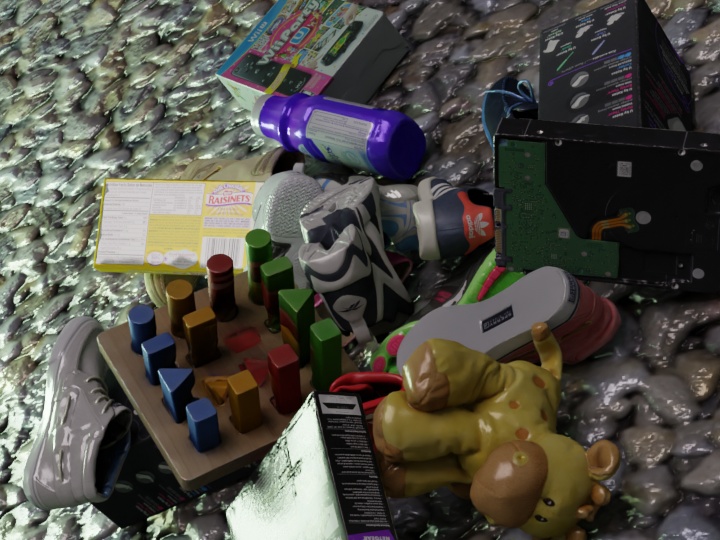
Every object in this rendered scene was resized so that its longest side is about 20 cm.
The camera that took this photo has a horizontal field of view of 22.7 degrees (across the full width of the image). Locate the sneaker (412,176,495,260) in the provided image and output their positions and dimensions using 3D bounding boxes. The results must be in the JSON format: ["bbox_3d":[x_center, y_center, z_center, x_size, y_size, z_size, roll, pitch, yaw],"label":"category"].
[{"bbox_3d":[0.099,-0.050,1.714,0.084,0.076,0.200,-8,12,5],"label":"sneaker"}]

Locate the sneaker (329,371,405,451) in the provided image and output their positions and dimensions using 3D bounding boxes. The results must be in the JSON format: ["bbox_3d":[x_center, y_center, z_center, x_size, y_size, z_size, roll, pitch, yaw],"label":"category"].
[{"bbox_3d":[-0.025,0.152,1.620,0.199,0.116,0.079,-34,38,12],"label":"sneaker"}]

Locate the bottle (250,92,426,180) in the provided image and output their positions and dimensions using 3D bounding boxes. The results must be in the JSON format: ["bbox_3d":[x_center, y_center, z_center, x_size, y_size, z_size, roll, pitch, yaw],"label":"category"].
[{"bbox_3d":[-0.029,-0.149,1.914,0.199,0.083,0.066,16,78,34],"label":"bottle"}]

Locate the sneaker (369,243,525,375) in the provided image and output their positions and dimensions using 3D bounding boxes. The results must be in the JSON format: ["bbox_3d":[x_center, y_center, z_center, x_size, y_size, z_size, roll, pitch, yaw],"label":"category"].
[{"bbox_3d":[0.095,0.043,1.671,0.200,0.077,0.084,-38,7,12],"label":"sneaker"}]

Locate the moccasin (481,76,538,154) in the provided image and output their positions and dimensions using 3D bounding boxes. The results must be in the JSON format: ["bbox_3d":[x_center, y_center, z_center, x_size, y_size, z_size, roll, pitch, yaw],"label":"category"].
[{"bbox_3d":[0.170,-0.130,1.743,0.068,0.080,0.201,-52,29,30],"label":"moccasin"}]

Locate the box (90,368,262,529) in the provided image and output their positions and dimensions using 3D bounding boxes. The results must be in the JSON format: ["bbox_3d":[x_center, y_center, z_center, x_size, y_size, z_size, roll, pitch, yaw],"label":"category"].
[{"bbox_3d":[-0.187,0.152,1.777,0.199,0.106,0.123,-25,41,23],"label":"box"}]

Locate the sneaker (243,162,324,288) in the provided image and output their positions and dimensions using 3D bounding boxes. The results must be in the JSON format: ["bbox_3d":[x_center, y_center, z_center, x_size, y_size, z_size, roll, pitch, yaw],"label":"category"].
[{"bbox_3d":[-0.083,-0.014,1.844,0.115,0.075,0.201,-102,27,-71],"label":"sneaker"}]

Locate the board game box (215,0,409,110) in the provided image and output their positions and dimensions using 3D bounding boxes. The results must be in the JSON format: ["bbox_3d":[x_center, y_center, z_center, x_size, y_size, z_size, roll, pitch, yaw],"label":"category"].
[{"bbox_3d":[-0.058,-0.241,2.078,0.148,0.064,0.200,-51,37,-11],"label":"board game box"}]

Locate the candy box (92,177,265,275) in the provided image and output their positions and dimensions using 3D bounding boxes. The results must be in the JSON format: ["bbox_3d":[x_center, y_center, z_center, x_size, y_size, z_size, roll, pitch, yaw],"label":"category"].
[{"bbox_3d":[-0.189,-0.046,1.927,0.198,0.026,0.103,3,76,19],"label":"candy box"}]

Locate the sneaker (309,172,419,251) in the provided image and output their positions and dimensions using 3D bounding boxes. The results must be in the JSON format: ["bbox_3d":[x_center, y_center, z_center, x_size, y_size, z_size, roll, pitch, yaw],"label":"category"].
[{"bbox_3d":[0.001,-0.062,1.852,0.200,0.071,0.073,19,107,59],"label":"sneaker"}]

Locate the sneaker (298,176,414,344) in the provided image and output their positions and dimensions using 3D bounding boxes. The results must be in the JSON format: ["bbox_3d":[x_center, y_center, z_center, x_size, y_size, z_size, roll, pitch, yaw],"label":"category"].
[{"bbox_3d":[0.000,0.000,1.713,0.079,0.130,0.199,-20,22,7],"label":"sneaker"}]

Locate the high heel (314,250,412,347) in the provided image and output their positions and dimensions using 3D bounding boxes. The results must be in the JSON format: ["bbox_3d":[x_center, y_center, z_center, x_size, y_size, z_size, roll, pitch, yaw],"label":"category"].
[{"bbox_3d":[-0.026,0.058,1.752,0.096,0.068,0.200,-8,34,51],"label":"high heel"}]

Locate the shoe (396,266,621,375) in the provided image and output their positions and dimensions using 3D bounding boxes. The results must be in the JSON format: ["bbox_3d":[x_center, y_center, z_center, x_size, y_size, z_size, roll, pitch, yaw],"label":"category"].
[{"bbox_3d":[0.131,0.063,1.592,0.199,0.091,0.072,-27,53,34],"label":"shoe"}]

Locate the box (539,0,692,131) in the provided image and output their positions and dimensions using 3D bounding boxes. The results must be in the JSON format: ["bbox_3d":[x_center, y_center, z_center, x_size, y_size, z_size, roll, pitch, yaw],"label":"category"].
[{"bbox_3d":[0.235,-0.134,1.644,0.105,0.122,0.201,-20,42,27],"label":"box"}]

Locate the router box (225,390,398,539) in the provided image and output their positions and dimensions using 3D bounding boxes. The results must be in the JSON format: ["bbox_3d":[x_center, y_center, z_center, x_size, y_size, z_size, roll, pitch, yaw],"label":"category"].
[{"bbox_3d":[-0.047,0.220,1.526,0.200,0.051,0.150,-54,39,43],"label":"router box"}]

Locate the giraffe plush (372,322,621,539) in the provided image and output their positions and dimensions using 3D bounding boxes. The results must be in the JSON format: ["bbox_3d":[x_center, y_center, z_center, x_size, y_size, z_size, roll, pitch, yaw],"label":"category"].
[{"bbox_3d":[0.125,0.158,1.478,0.199,0.173,0.163,-14,44,-20],"label":"giraffe plush"}]

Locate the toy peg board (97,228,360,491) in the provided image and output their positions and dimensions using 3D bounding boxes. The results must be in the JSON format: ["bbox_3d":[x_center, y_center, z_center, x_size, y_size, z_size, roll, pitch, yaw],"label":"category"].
[{"bbox_3d":[-0.120,0.066,1.659,0.198,0.098,0.200,-23,50,-19],"label":"toy peg board"}]

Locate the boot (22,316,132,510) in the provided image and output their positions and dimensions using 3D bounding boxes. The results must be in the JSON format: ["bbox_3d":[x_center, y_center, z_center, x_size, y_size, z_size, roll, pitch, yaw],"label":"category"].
[{"bbox_3d":[-0.254,0.134,1.721,0.095,0.074,0.201,-7,60,30],"label":"boot"}]

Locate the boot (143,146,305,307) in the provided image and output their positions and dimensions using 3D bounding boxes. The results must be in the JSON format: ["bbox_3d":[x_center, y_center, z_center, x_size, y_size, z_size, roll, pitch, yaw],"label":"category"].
[{"bbox_3d":[-0.146,-0.050,1.968,0.155,0.073,0.201,-8,46,36],"label":"boot"}]

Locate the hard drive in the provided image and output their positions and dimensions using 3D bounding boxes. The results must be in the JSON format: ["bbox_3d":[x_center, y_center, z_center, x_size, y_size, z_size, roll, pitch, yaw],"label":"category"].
[{"bbox_3d":[0.213,-0.056,1.530,0.198,0.141,0.038,5,32,14],"label":"hard drive"}]
